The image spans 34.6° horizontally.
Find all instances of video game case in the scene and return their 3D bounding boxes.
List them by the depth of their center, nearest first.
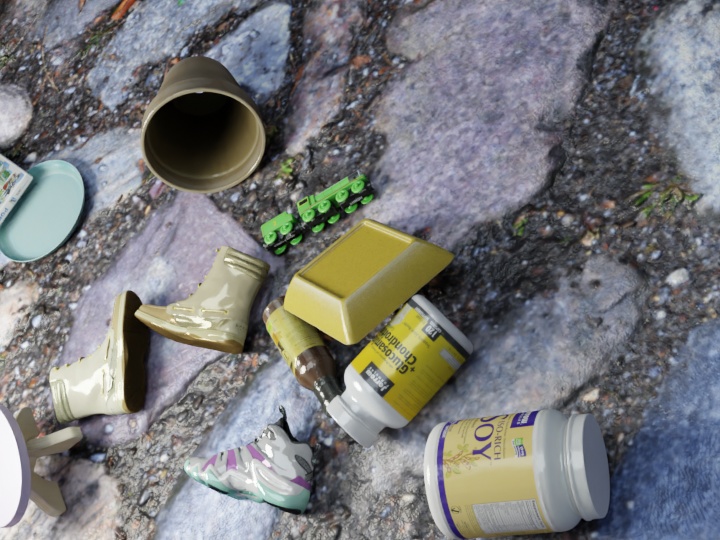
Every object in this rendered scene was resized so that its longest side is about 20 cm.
[{"bbox_3d":[-0.699,-0.129,2.128,0.199,0.022,0.183,29,83,47],"label":"video game case"}]

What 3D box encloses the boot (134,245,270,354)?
[{"bbox_3d":[-0.244,0.036,1.790,0.198,0.073,0.157,10,72,30],"label":"boot"}]

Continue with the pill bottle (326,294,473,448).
[{"bbox_3d":[0.049,0.139,1.557,0.200,0.112,0.112,-47,54,0],"label":"pill bottle"}]

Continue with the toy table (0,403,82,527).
[{"bbox_3d":[-0.525,0.295,1.769,0.183,0.117,0.202,-25,69,26],"label":"toy table"}]

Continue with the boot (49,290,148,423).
[{"bbox_3d":[-0.416,0.137,1.834,0.153,0.072,0.202,-12,66,24],"label":"boot"}]

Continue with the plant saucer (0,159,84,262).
[{"bbox_3d":[-0.567,-0.103,2.062,0.198,0.027,0.202,-12,62,24],"label":"plant saucer"}]

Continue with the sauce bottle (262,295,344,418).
[{"bbox_3d":[-0.076,0.124,1.661,0.065,0.065,0.201,-38,53,6],"label":"sauce bottle"}]

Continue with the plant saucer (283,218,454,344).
[{"bbox_3d":[0.000,0.000,1.621,0.200,0.049,0.199,-40,31,-17],"label":"plant saucer"}]

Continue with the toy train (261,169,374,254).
[{"bbox_3d":[-0.067,-0.092,1.781,0.199,0.042,0.057,-30,45,13],"label":"toy train"}]

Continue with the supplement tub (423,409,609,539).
[{"bbox_3d":[0.191,0.247,1.407,0.198,0.145,0.147,-11,61,23],"label":"supplement tub"}]

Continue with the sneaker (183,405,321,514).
[{"bbox_3d":[-0.145,0.254,1.634,0.198,0.078,0.141,11,70,22],"label":"sneaker"}]

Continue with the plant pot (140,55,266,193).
[{"bbox_3d":[-0.259,-0.257,1.890,0.199,0.200,0.174,-28,40,14],"label":"plant pot"}]
